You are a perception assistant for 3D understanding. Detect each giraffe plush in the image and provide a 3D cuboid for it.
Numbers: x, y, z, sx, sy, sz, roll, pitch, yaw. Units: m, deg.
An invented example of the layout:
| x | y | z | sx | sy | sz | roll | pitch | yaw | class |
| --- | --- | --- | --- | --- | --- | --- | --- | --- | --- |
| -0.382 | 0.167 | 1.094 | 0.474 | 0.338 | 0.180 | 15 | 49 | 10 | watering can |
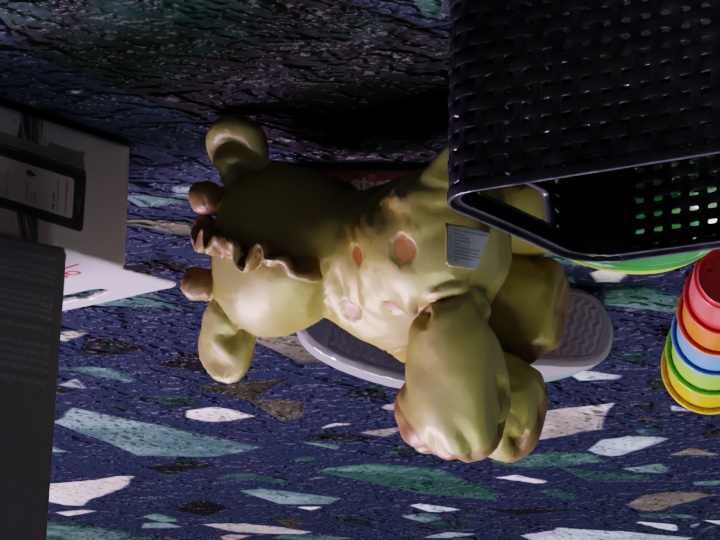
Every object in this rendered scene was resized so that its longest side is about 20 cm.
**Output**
| x | y | z | sx | sy | sz | roll | pitch | yaw | class |
| --- | --- | --- | --- | --- | --- | --- | --- | --- | --- |
| 0.000 | 0.000 | 1.464 | 0.161 | 0.174 | 0.200 | 6 | 162 | 22 | giraffe plush |

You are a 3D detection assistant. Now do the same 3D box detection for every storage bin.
| x | y | z | sx | sy | sz | roll | pitch | yaw | class |
| --- | --- | --- | --- | --- | --- | --- | --- | --- | --- |
| 0.146 | -0.072 | 1.264 | 0.199 | 0.094 | 0.135 | -9 | 162 | 33 | storage bin |

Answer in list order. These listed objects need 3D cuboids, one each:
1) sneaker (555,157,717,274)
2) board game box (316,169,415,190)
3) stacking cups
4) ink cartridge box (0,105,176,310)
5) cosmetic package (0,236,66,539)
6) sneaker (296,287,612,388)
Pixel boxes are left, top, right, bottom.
| x | y | z | sx | sy | sz | roll | pitch | yaw | class |
| --- | --- | --- | --- | --- | --- | --- | --- | --- | --- |
| 0.184 | -0.049 | 1.404 | 0.199 | 0.075 | 0.084 | -11 | 167 | 8 | sneaker |
| 0.049 | -0.032 | 1.581 | 0.198 | 0.020 | 0.103 | 0 | 167 | 4 | board game box |
| 0.211 | 0.034 | 1.745 | 0.060 | 0.061 | 0.200 | 1 | 165 | 2 | stacking cups |
| -0.196 | -0.034 | 1.490 | 0.116 | 0.068 | 0.199 | -11 | 161 | 40 | ink cartridge box |
| -0.200 | 0.090 | 1.429 | 0.090 | 0.201 | 0.107 | 8 | 164 | -26 | cosmetic package |
| 0.037 | 0.051 | 1.783 | 0.199 | 0.074 | 0.118 | 5 | 159 | -25 | sneaker |
